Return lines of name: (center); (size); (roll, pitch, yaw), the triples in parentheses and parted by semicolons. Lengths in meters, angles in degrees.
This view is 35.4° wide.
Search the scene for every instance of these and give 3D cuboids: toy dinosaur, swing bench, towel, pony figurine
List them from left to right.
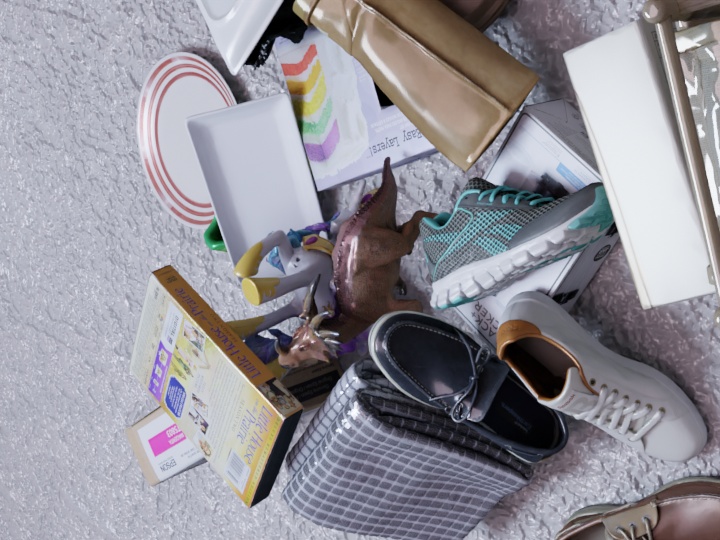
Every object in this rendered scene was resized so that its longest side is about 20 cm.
pony figurine: (-0.041, 0.029, 1.105); (0.166, 0.200, 0.195); (22, 131, 35)
toy dinosaur: (0.000, 0.000, 0.997); (0.086, 0.134, 0.202); (21, 105, 59)
towel: (0.047, 0.180, 1.042); (0.086, 0.198, 0.166); (-92, 27, -48)
swing bench: (0.274, -0.086, 0.721); (0.129, 0.200, 0.201); (-12, 94, 21)

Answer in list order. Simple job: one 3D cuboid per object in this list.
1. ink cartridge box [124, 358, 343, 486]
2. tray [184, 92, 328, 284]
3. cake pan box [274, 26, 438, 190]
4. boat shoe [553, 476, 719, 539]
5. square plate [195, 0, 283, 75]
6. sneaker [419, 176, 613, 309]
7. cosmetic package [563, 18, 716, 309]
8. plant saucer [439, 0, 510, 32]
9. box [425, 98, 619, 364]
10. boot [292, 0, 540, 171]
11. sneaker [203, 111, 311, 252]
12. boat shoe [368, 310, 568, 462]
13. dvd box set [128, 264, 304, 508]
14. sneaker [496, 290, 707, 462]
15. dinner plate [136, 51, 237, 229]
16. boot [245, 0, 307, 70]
ink cartridge box: (-0.136, 0.153, 1.231); (0.200, 0.164, 0.076); (-33, 79, 45)
tray: (-0.100, -0.082, 1.149); (0.022, 0.106, 0.201); (-103, -2, -58)
cake pan box: (0.012, -0.187, 1.064); (0.199, 0.052, 0.186); (-13, 95, 45)
boat shoe: (0.240, 0.229, 0.953); (0.200, 0.071, 0.076); (-33, 79, 45)
square plate: (-0.101, -0.309, 1.000); (0.200, 0.028, 0.199); (-53, 44, 28)
sneaker: (0.115, -0.038, 0.909); (0.199, 0.077, 0.092); (-28, 78, 44)
cosmetic package: (0.234, -0.084, 0.842); (0.073, 0.103, 0.202); (-19, 88, 46)
plant saucer: (0.044, -0.284, 0.956); (0.198, 0.029, 0.202); (2, 99, 16)
box: (0.149, -0.031, 0.970); (0.117, 0.060, 0.201); (47, 131, 24)
boot: (0.066, -0.211, 0.918); (0.200, 0.066, 0.176); (41, 115, 5)
sneaker: (-0.111, -0.090, 1.186); (0.074, 0.083, 0.201); (49, 131, 32)
boat shoe: (0.097, 0.098, 0.964); (0.199, 0.075, 0.062); (35, 168, -8)
dvd box set: (-0.143, 0.111, 1.076); (0.200, 0.029, 0.147); (43, 136, 23)
sneaker: (0.190, 0.105, 0.917); (0.199, 0.085, 0.073); (34, 124, 1)
dinner plate: (-0.190, -0.148, 1.291); (0.199, 0.024, 0.202); (16, 114, 40)
boot: (-0.066, -0.303, 1.040); (0.200, 0.076, 0.169); (-38, 54, 36)
